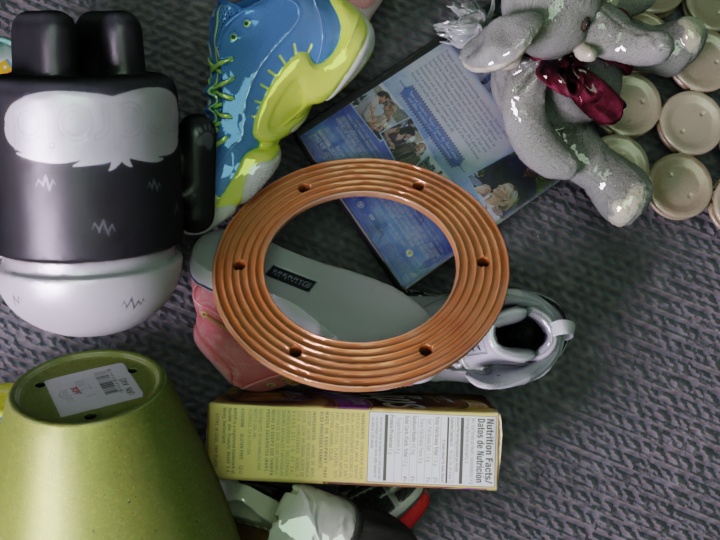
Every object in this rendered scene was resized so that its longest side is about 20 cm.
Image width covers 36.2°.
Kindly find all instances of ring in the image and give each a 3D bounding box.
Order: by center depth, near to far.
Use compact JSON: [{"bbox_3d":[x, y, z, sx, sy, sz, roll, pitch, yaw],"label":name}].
[{"bbox_3d":[0.000,0.000,0.740,0.198,0.019,0.202,0,50,0],"label":"ring"}]

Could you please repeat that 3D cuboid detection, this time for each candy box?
[{"bbox_3d":[-0.004,0.117,0.789,0.198,0.117,0.057,3,89,0],"label":"candy box"}]

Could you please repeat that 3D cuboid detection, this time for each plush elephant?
[{"bbox_3d":[0.146,-0.156,0.747,0.199,0.155,0.166,29,81,5],"label":"plush elephant"}]

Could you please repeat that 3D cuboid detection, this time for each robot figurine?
[{"bbox_3d":[-0.174,-0.060,0.692,0.149,0.125,0.202,1,103,6],"label":"robot figurine"}]

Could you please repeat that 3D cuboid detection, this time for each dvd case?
[{"bbox_3d":[0.069,-0.097,0.827,0.199,0.018,0.143,-34,85,-12],"label":"dvd case"}]

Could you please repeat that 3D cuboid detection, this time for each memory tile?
[{"bbox_3d":[0.253,-0.134,0.833,0.152,0.017,0.202,14,81,0],"label":"memory tile"}]

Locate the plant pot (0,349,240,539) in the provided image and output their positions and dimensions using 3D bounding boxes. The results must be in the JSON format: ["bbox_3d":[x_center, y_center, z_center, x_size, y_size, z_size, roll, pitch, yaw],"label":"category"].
[{"bbox_3d":[-0.157,0.158,0.682,0.185,0.187,0.202,-1,112,1],"label":"plant pot"}]

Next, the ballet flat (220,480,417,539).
[{"bbox_3d":[-0.054,0.177,0.761,0.199,0.068,0.068,3,56,37],"label":"ballet flat"}]

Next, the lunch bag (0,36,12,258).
[{"bbox_3d":[-0.225,-0.062,0.777,0.199,0.077,0.162,26,88,-32],"label":"lunch bag"}]

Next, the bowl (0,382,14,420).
[{"bbox_3d":[-0.260,0.153,0.784,0.200,0.200,0.108,-48,45,-1],"label":"bowl"}]

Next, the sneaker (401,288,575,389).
[{"bbox_3d":[0.057,0.047,0.791,0.198,0.115,0.076,-4,87,1],"label":"sneaker"}]

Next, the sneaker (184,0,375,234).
[{"bbox_3d":[-0.086,-0.125,0.772,0.105,0.076,0.200,41,87,-20],"label":"sneaker"}]

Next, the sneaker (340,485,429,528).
[{"bbox_3d":[-0.015,0.234,0.817,0.085,0.077,0.200,44,90,-18],"label":"sneaker"}]

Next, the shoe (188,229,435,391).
[{"bbox_3d":[-0.035,0.048,0.779,0.199,0.072,0.092,23,131,19],"label":"shoe"}]

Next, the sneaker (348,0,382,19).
[{"bbox_3d":[-0.076,-0.231,0.824,0.199,0.075,0.105,25,83,-2],"label":"sneaker"}]
